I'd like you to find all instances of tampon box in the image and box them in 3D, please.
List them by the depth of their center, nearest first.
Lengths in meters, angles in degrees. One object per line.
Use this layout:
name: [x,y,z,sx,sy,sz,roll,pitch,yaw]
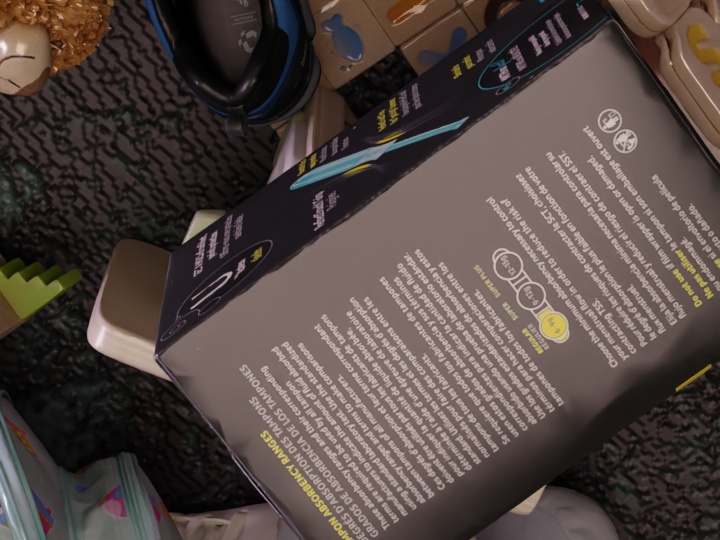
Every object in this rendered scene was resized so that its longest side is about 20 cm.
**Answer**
tampon box: [0.041,0.003,0.985,0.200,0.150,0.126,-36,102,8]

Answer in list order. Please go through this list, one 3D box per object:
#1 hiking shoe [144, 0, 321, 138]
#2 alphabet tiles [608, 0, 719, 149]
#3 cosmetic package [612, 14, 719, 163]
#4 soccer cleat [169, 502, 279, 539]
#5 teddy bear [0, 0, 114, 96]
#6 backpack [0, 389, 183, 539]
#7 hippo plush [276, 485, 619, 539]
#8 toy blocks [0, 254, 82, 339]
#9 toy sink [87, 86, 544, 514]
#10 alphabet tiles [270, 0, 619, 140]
hiking shoe: [-0.064,-0.156,1.095,0.074,0.087,0.200,-20,93,7]
alphabet tiles: [0.144,-0.122,1.010,0.015,0.200,0.196,-31,98,35]
cosmetic package: [0.200,-0.055,1.132,0.200,0.103,0.087,2,108,-5]
soccer cleat: [-0.100,0.139,1.205,0.200,0.070,0.086,-26,110,8]
teddy bear: [-0.188,-0.116,1.041,0.145,0.067,0.200,-39,134,18]
backpack: [-0.141,0.148,1.095,0.153,0.176,0.200,-27,103,-3]
hippo plush: [0.063,0.177,1.153,0.161,0.159,0.200,-7,107,-37]
toy blocks: [-0.243,0.008,1.161,0.200,0.100,0.137,-35,91,19]
toy sink: [0.000,0.000,1.128,0.200,0.130,0.112,22,105,-6]
alphabet tiles: [0.011,-0.134,1.158,0.167,0.008,0.200,-33,105,9]
